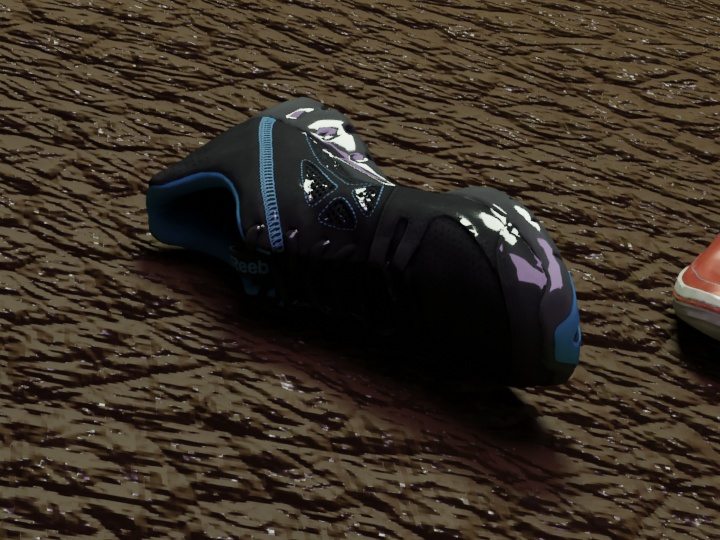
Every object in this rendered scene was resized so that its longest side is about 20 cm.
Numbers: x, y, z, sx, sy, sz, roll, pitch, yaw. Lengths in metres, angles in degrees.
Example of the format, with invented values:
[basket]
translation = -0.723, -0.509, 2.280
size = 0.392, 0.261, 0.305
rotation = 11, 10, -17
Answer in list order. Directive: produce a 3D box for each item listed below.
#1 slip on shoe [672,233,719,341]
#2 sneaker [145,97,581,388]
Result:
[slip on shoe]
translation = 0.184, -0.008, 1.105
size = 0.074, 0.061, 0.200
rotation = 23, 23, 18
[sneaker]
translation = 0.000, 0.000, 0.972
size = 0.082, 0.073, 0.200
rotation = -22, 32, -33
